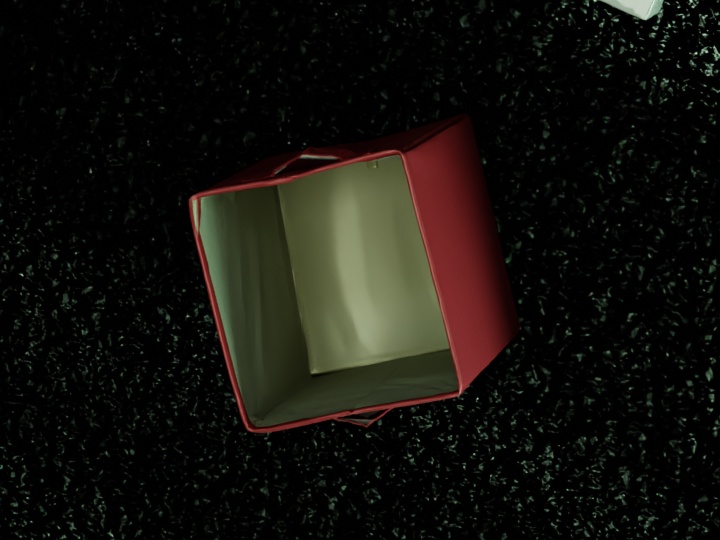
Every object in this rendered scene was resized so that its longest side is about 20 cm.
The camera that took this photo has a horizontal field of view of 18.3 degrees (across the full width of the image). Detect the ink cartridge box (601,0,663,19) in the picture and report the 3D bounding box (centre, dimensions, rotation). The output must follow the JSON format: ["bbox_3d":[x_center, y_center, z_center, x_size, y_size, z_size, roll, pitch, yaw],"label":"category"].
[{"bbox_3d":[0.194,-0.290,1.560,0.108,0.050,0.201,25,109,12],"label":"ink cartridge box"}]

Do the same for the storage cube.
[{"bbox_3d":[0.000,0.000,1.620,0.169,0.180,0.202,-12,99,20],"label":"storage cube"}]
